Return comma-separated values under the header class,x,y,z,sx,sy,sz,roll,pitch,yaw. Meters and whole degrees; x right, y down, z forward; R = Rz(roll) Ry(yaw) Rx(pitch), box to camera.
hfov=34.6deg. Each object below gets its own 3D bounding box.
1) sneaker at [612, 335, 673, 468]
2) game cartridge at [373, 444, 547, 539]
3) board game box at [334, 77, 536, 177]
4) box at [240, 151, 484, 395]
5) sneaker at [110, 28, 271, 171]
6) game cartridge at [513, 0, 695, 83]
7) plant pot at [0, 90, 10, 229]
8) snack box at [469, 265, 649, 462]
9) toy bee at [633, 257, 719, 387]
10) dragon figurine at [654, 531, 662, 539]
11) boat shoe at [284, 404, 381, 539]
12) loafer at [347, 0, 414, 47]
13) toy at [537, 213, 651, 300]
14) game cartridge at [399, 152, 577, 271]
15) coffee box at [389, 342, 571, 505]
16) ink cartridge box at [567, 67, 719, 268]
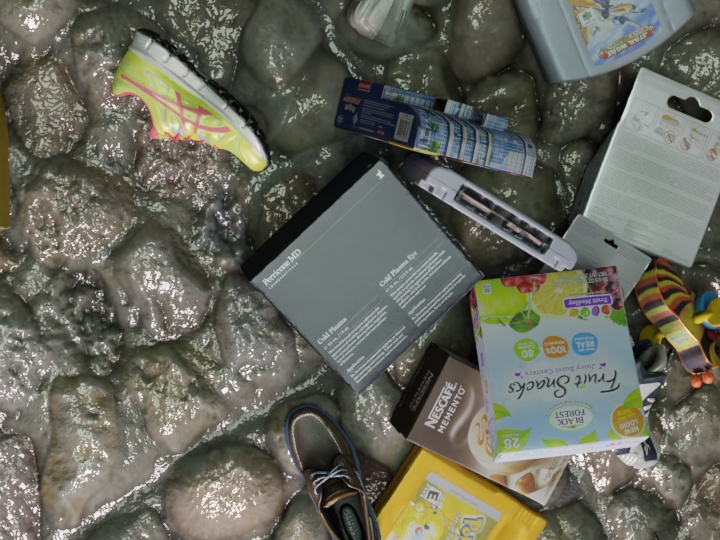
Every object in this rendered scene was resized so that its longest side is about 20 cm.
class,x,y,z,sx,sy,sz,roll,pitch,yaw
sneaker,0.338,0.150,1.396,0.129,0.080,0.199,-36,113,19
game cartridge,0.106,0.331,1.429,0.200,0.032,0.177,33,92,-14
board game box,0.104,-0.155,1.279,0.199,0.200,0.062,9,99,-28
box,0.000,0.000,1.308,0.200,0.104,0.182,-42,106,-3
sneaker,-0.185,-0.168,1.260,0.200,0.078,0.090,40,98,-10
game cartridge,0.289,-0.305,1.353,0.199,0.042,0.134,-28,100,-6
plant pot,-0.446,-0.149,1.148,0.193,0.195,0.201,5,90,-13
snack box,0.220,0.105,1.304,0.168,0.068,0.201,-7,73,-3
toy bee,0.409,0.078,1.398,0.199,0.131,0.109,25,52,-2
dragon figurine,0.339,0.437,1.484,0.099,0.059,0.201,8,100,-14
boat shoe,-0.027,0.249,1.351,0.072,0.072,0.201,-28,92,-2
loafer,0.061,-0.343,1.282,0.070,0.070,0.200,30,100,-21
toy,0.245,0.038,1.399,0.115,0.047,0.200,29,98,-19
game cartridge,0.142,-0.069,1.311,0.200,0.133,0.041,30,92,-17
coffee box,0.152,0.183,1.386,0.199,0.080,0.115,26,93,-15
ink cartridge box,0.359,-0.121,1.397,0.162,0.057,0.201,19,90,-15
